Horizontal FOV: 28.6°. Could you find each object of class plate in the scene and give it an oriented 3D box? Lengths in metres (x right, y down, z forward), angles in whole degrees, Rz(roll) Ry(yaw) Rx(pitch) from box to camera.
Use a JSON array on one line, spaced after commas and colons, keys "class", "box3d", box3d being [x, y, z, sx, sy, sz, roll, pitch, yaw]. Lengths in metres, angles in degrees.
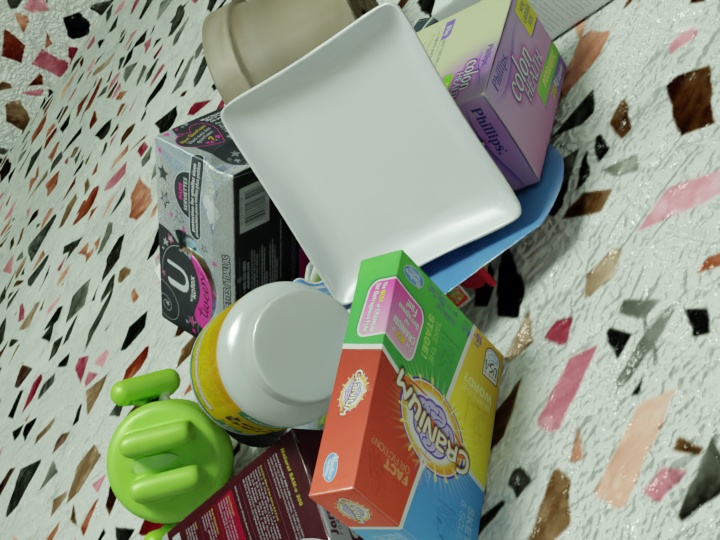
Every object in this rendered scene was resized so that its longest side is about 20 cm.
[{"class": "plate", "box3d": [0.009, -0.094, 1.159, 0.198, 0.201, 0.032, -27, 12, 33]}]

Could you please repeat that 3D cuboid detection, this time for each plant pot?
[{"class": "plant pot", "box3d": [-0.059, -0.252, 1.637, 0.172, 0.200, 0.201, -27, 36, 22]}]

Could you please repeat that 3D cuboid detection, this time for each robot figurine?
[{"class": "robot figurine", "box3d": [-0.185, 0.186, 1.391, 0.114, 0.178, 0.200, -16, -4, -1]}]

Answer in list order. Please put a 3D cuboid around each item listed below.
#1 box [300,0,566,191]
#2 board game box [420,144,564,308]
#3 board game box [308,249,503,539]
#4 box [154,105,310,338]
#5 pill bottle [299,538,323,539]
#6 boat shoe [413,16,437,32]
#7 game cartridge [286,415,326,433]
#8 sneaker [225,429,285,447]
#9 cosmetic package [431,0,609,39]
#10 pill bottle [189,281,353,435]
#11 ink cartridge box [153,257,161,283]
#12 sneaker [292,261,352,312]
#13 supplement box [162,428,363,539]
[{"class": "box", "box3d": [0.066, -0.133, 1.249, 0.198, 0.097, 0.177, -22, 31, 31]}, {"class": "board game box", "box3d": [0.102, -0.025, 1.207, 0.199, 0.039, 0.159, -37, 24, 17]}, {"class": "board game box", "box3d": [0.040, 0.111, 1.043, 0.040, 0.153, 0.202, -15, 47, 34]}, {"class": "box", "box3d": [-0.113, -0.041, 1.335, 0.114, 0.132, 0.202, 27, 130, 35]}, {"class": "pill bottle", "box3d": [-0.082, 0.302, 1.116, 0.200, 0.106, 0.107, -41, 30, 34]}, {"class": "boat shoe", "box3d": [0.064, -0.182, 1.432, 0.062, 0.074, 0.201, -39, 25, 53]}, {"class": "game cartridge", "box3d": [0.003, 0.117, 1.253, 0.200, 0.041, 0.134, -49, 22, 21]}, {"class": "sneaker", "box3d": [-0.066, 0.086, 1.373, 0.200, 0.073, 0.087, -42, 28, 33]}, {"class": "cosmetic package", "box3d": [0.169, -0.279, 1.305, 0.199, 0.101, 0.072, -30, 36, 46]}, {"class": "pill bottle", "box3d": [-0.067, 0.071, 1.125, 0.114, 0.112, 0.200, -66, 12, -16]}, {"class": "ink cartridge box", "box3d": [-0.157, 0.017, 1.570, 0.068, 0.116, 0.200, -56, 25, 7]}, {"class": "sneaker", "box3d": [0.000, 0.000, 1.287, 0.076, 0.077, 0.200, -43, 3, 36]}, {"class": "supplement box", "box3d": [-0.081, 0.230, 1.204, 0.200, 0.060, 0.110, -41, 58, 35]}]
